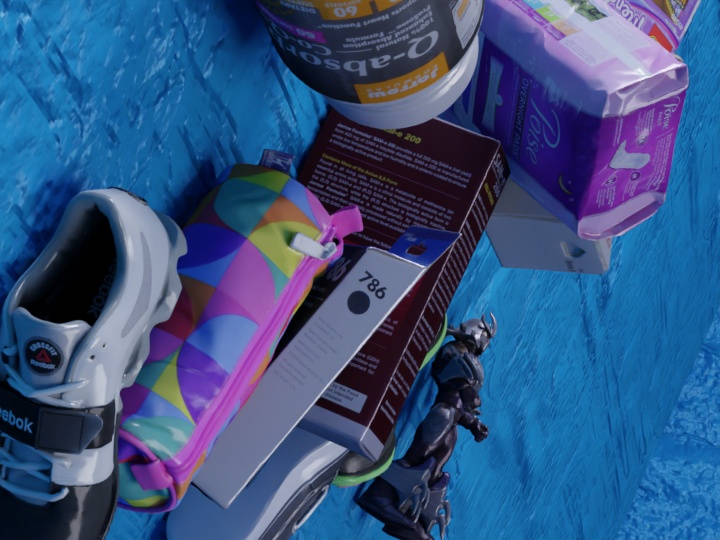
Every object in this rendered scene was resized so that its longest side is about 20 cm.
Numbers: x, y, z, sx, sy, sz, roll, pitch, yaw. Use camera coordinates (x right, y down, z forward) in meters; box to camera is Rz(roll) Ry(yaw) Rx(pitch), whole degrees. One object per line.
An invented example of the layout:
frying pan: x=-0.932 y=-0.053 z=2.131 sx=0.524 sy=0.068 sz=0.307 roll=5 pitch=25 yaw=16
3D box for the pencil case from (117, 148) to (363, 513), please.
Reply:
pencil case: x=-0.081 y=0.030 z=1.081 sx=0.200 sy=0.088 sz=0.088 roll=-57 pitch=160 yaw=-30

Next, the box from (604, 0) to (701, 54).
box: x=0.163 y=-0.237 z=1.397 sx=0.200 sy=0.039 sz=0.137 roll=45 pitch=62 yaw=-34

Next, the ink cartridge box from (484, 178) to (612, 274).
ink cartridge box: x=0.143 y=-0.110 z=1.502 sx=0.145 sy=0.087 sz=0.200 roll=51 pitch=43 yaw=-71

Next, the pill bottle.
pill bottle: x=0.002 y=-0.153 z=1.055 sx=0.116 sy=0.116 sz=0.200 roll=-64 pitch=162 yaw=-13

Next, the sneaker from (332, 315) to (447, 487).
sneaker: x=0.002 y=0.065 z=1.418 sx=0.200 sy=0.077 sz=0.084 roll=-66 pitch=159 yaw=-43

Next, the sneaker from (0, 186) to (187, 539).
sneaker: x=-0.143 y=0.054 z=0.946 sx=0.089 sy=0.074 sz=0.200 roll=46 pitch=57 yaw=-72

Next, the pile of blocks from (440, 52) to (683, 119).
pile of blocks: x=0.120 y=-0.099 z=1.370 sx=0.200 sy=0.082 sz=0.062 roll=-29 pitch=-170 yaw=8

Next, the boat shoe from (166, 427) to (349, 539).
boat shoe: x=-0.052 y=0.131 z=1.315 sx=0.200 sy=0.072 sz=0.068 roll=-52 pitch=155 yaw=-37

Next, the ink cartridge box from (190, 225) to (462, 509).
ink cartridge box: x=-0.033 y=0.040 z=1.156 sx=0.200 sy=0.039 sz=0.099 roll=-49 pitch=-166 yaw=-9

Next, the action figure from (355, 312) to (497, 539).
action figure: x=0.070 y=0.123 z=1.690 sx=0.200 sy=0.069 sz=0.130 roll=-66 pitch=158 yaw=-17

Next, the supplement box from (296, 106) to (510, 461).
supplement box: x=0.000 y=0.000 z=1.249 sx=0.200 sy=0.109 sz=0.061 roll=-64 pitch=163 yaw=-10

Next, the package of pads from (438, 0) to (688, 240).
package of pads: x=0.108 y=-0.120 z=1.284 sx=0.076 sy=0.200 sz=0.121 roll=-23 pitch=138 yaw=-27
